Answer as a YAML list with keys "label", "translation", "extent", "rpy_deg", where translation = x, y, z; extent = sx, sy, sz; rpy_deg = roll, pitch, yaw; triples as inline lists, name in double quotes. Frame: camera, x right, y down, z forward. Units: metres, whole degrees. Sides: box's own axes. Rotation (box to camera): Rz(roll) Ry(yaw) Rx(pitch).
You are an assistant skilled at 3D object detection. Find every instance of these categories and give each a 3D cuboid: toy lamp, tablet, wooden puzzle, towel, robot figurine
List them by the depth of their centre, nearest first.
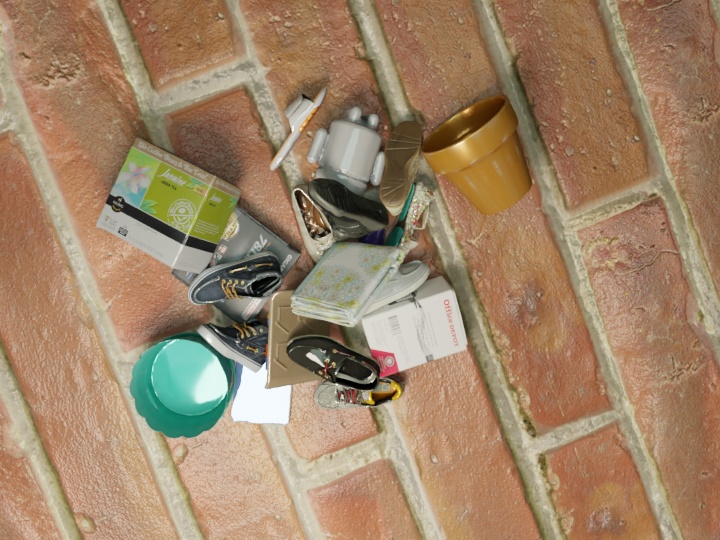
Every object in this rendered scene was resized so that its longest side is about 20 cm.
- label: "towel"
  translation: [-0.026, 0.021, 1.450]
  extent: [0.200, 0.170, 0.048]
  rpy_deg: [-53, 134, -30]
- label: "robot figurine"
  translation: [-0.025, -0.232, 1.512]
  extent: [0.168, 0.113, 0.202]
  rpy_deg: [18, 92, -19]
- label: "wooden puzzle"
  translation: [-0.133, 0.135, 1.518]
  extent: [0.046, 0.184, 0.202]
  rpy_deg: [10, 96, 36]
- label: "toy lamp"
  translation: [0.000, 0.000, 1.555]
  extent: [0.058, 0.058, 0.202]
  rpy_deg: [21, 91, -4]
- label: "tablet"
  translation: [-0.209, 0.230, 1.580]
  extent: [0.129, 0.014, 0.202]
  rpy_deg: [5, 92, -3]

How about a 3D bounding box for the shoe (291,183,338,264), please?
- label: "shoe"
  translation: [-0.095, -0.086, 1.547]
  extent: [0.069, 0.053, 0.202]
  rpy_deg: [-25, 94, -1]

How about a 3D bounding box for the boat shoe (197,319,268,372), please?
- label: "boat shoe"
  translation: [-0.242, 0.130, 1.482]
  extent: [0.071, 0.200, 0.091]
  rpy_deg: [36, 85, 35]

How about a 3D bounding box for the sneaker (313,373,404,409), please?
- label: "sneaker"
  translation: [-0.003, 0.253, 1.557]
  extent: [0.198, 0.082, 0.079]
  rpy_deg: [-10, 94, -2]

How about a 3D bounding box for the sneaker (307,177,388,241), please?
- label: "sneaker"
  translation: [-0.047, -0.114, 1.472]
  extent: [0.114, 0.198, 0.077]
  rpy_deg: [-29, 57, 35]

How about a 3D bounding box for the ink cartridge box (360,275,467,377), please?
- label: "ink cartridge box"
  translation: [0.108, 0.117, 1.536]
  extent: [0.198, 0.083, 0.146]
  rpy_deg: [-18, 113, -2]

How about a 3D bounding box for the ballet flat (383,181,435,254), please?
- label: "ballet flat"
  translation: [0.102, -0.088, 1.550]
  extent: [0.063, 0.076, 0.202]
  rpy_deg: [21, 96, -19]

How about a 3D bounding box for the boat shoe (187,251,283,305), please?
- label: "boat shoe"
  translation: [-0.251, 0.029, 1.471]
  extent: [0.199, 0.091, 0.071]
  rpy_deg: [-24, 123, -3]

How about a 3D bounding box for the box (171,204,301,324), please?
- label: "box"
  translation: [-0.259, -0.015, 1.547]
  extent: [0.198, 0.050, 0.201]
  rpy_deg: [37, 92, -3]

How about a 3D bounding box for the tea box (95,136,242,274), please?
- label: "tea box"
  translation: [-0.378, -0.127, 1.465]
  extent: [0.199, 0.134, 0.198]
  rpy_deg: [25, 90, 16]

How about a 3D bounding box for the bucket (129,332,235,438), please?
- label: "bucket"
  translation: [-0.358, 0.229, 1.511]
  extent: [0.205, 0.135, 0.210]
  rpy_deg: [0, 94, -3]

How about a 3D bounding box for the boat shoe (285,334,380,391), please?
- label: "boat shoe"
  translation: [-0.053, 0.184, 1.464]
  extent: [0.200, 0.063, 0.074]
  rpy_deg: [20, 111, -13]

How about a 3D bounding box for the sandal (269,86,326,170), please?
- label: "sandal"
  translation: [-0.142, -0.305, 1.520]
  extent: [0.059, 0.079, 0.207]
  rpy_deg: [35, 93, -7]

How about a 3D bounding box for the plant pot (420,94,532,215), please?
- label: "plant pot"
  translation: [0.252, -0.223, 1.500]
  extent: [0.199, 0.200, 0.184]
  rpy_deg: [-35, 110, 0]

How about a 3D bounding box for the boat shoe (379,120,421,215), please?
- label: "boat shoe"
  translation: [0.082, -0.215, 1.527]
  extent: [0.073, 0.063, 0.202]
  rpy_deg: [12, 72, 14]

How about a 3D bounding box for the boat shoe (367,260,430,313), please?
- label: "boat shoe"
  translation: [0.053, 0.020, 1.505]
  extent: [0.200, 0.070, 0.072]
  rpy_deg: [-28, 118, -18]
